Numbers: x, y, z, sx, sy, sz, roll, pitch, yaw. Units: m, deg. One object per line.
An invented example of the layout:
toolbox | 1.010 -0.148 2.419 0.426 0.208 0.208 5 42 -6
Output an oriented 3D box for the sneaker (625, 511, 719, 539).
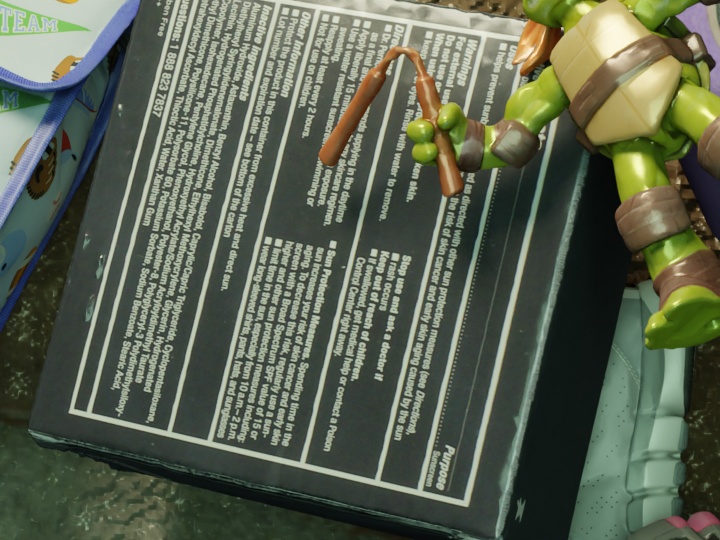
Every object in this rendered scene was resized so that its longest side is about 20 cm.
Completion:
sneaker | 0.188 0.162 0.908 0.198 0.079 0.096 18 105 -11

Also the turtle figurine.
turtle figurine | 0.090 -0.053 0.794 0.199 0.064 0.162 -36 61 13

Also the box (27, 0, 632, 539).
box | 0.000 0.000 0.906 0.197 0.123 0.202 12 82 20

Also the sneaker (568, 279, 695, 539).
sneaker | 0.080 0.101 0.965 0.114 0.075 0.202 4 79 7

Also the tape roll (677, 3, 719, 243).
tape roll | 0.208 -0.088 0.857 0.199 0.200 0.085 -31 130 1

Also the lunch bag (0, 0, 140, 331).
lunch bag | -0.200 -0.071 0.952 0.169 0.124 0.201 27 73 3
